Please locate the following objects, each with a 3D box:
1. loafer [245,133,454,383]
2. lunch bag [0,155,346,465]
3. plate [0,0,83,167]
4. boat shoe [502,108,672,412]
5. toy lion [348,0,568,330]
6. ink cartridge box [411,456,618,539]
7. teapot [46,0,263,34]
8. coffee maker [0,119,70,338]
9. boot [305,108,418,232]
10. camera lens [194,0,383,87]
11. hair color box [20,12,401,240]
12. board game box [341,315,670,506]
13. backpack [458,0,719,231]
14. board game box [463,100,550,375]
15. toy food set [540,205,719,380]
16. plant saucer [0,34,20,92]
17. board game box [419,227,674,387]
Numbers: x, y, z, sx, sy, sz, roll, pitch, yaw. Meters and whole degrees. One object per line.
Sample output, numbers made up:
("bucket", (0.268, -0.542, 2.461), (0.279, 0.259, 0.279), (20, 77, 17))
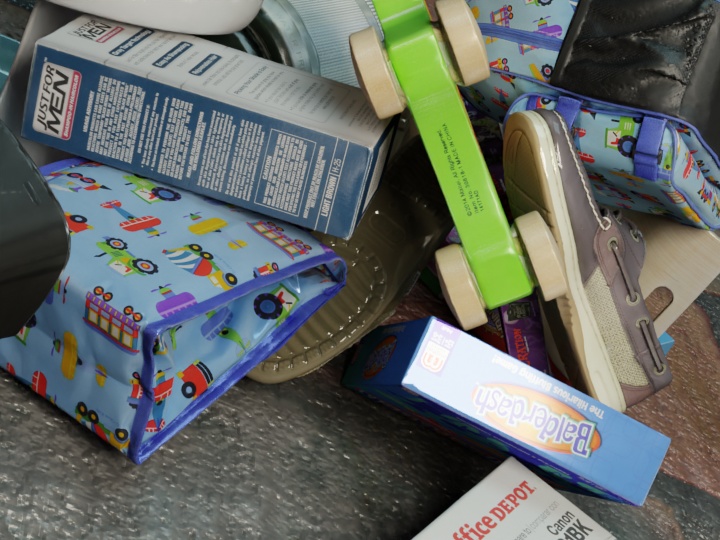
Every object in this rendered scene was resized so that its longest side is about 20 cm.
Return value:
("loafer", (0.000, 0.000, 1.009), (0.076, 0.200, 0.068), (45, -15, 15))
("lunch bag", (-0.110, -0.009, 0.914), (0.150, 0.095, 0.200), (31, 39, 22))
("plate", (-0.139, -0.057, 1.022), (0.198, 0.032, 0.202), (24, 62, -15))
("boat shoe", (0.136, -0.007, 0.962), (0.064, 0.202, 0.072), (-22, 20, -9))
("toy lion", (0.047, -0.088, 0.927), (0.192, 0.068, 0.202), (-92, 161, -74))
("ink cartridge box", (0.109, 0.206, 0.856), (0.199, 0.084, 0.144), (37, 27, 15))
("teapot", (-0.133, -0.237, 1.003), (0.196, 0.147, 0.200), (10, 16, -20))
("coffee maker", (-0.232, -0.007, 0.743), (0.199, 0.191, 0.136), (-24, 95, -54))
("boot", (0.001, -0.032, 1.142), (0.072, 0.201, 0.166), (30, -10, 13))
("camera lens", (-0.067, -0.143, 1.191), (0.160, 0.161, 0.200), (38, 27, 15))
("hair color box", (-0.083, -0.088, 0.945), (0.198, 0.061, 0.100), (18, 23, 5))
("board game box", (0.078, 0.082, 0.970), (0.151, 0.045, 0.200), (27, -7, -7))
("backpack", (0.141, -0.120, 1.030), (0.198, 0.136, 0.182), (17, -6, 23))
("board game box", (0.096, -0.025, 1.106), (0.032, 0.121, 0.201), (-14, 28, 5))
("toy food set", (0.192, -0.016, 1.170), (0.060, 0.144, 0.201), (32, 24, -18))
("plant saucer", (-0.245, -0.102, 1.085), (0.199, 0.028, 0.201), (24, 28, -14))
("board game box", (0.127, 0.014, 1.259), (0.200, 0.041, 0.152), (44, 29, 25))
